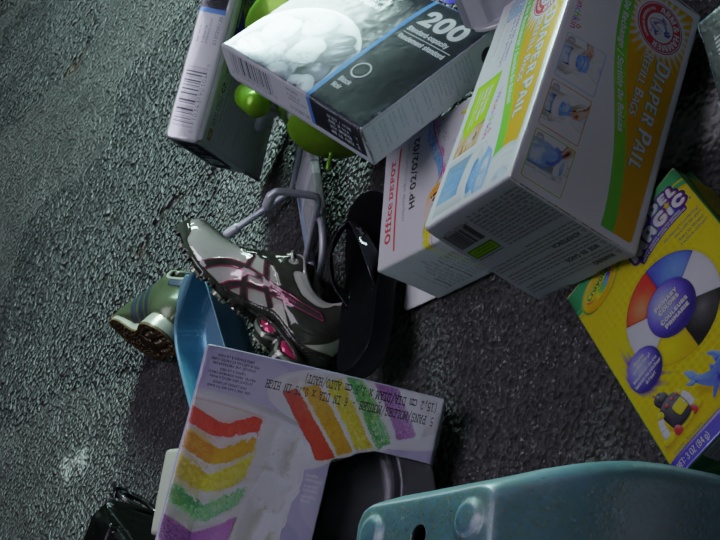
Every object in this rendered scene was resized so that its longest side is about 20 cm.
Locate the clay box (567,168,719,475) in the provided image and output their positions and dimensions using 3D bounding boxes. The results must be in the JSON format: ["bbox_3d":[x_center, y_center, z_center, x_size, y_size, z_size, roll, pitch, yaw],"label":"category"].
[{"bbox_3d":[0.201,0.026,0.830,0.115,0.047,0.201,-54,34,21],"label":"clay box"}]

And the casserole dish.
[{"bbox_3d":[-0.135,0.090,1.287,0.122,0.038,0.201,-63,38,43],"label":"casserole dish"}]

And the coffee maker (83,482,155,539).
[{"bbox_3d":[-0.223,0.332,1.252,0.192,0.134,0.202,-139,74,-82],"label":"coffee maker"}]

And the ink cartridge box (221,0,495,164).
[{"bbox_3d":[0.019,-0.190,1.106,0.199,0.044,0.198,-37,45,-20],"label":"ink cartridge box"}]

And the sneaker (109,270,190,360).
[{"bbox_3d":[-0.207,0.043,1.461,0.090,0.067,0.200,-51,15,-17],"label":"sneaker"}]

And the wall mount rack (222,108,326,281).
[{"bbox_3d":[-0.083,-0.052,1.309,0.201,0.074,0.175,-100,19,-44],"label":"wall mount rack"}]

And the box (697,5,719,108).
[{"bbox_3d":[0.297,-0.169,0.801,0.200,0.049,0.083,-40,40,38],"label":"box"}]

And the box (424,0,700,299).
[{"bbox_3d":[0.138,-0.102,0.910,0.112,0.101,0.202,-32,33,58],"label":"box"}]

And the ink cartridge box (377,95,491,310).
[{"bbox_3d":[0.076,-0.056,1.061,0.199,0.067,0.116,-29,48,47],"label":"ink cartridge box"}]

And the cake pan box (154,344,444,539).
[{"bbox_3d":[-0.042,0.167,1.008,0.052,0.198,0.186,80,-156,-76],"label":"cake pan box"}]

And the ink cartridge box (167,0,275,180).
[{"bbox_3d":[-0.122,-0.205,1.353,0.200,0.043,0.200,32,-109,-76],"label":"ink cartridge box"}]

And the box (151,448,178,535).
[{"bbox_3d":[-0.089,0.195,1.137,0.199,0.094,0.079,-15,60,55],"label":"box"}]

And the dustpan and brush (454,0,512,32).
[{"bbox_3d":[0.144,-0.270,0.983,0.198,0.141,0.057,-21,13,14],"label":"dustpan and brush"}]

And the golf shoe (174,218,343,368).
[{"bbox_3d":[-0.086,0.011,1.223,0.088,0.077,0.200,-46,69,2],"label":"golf shoe"}]

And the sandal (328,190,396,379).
[{"bbox_3d":[0.000,0.000,1.146,0.076,0.043,0.201,-49,26,36],"label":"sandal"}]

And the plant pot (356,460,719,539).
[{"bbox_3d":[0.100,0.203,0.730,0.196,0.199,0.198,-23,53,51],"label":"plant pot"}]

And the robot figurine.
[{"bbox_3d":[-0.033,-0.192,1.236,0.116,0.174,0.202,104,144,-73],"label":"robot figurine"}]
